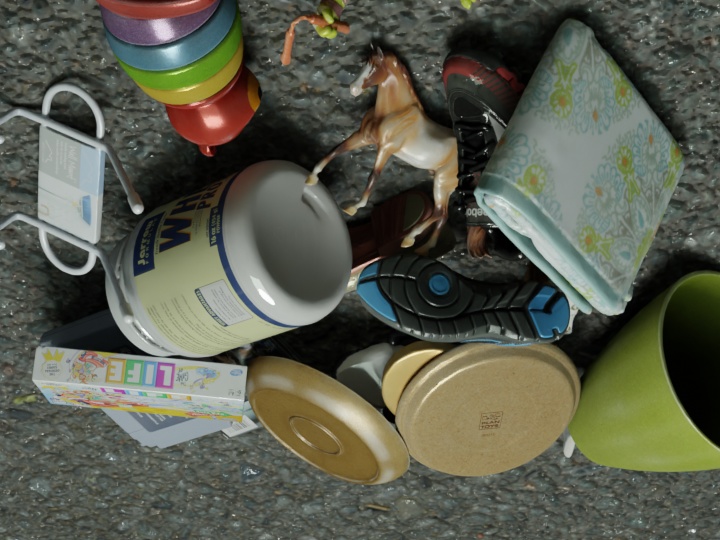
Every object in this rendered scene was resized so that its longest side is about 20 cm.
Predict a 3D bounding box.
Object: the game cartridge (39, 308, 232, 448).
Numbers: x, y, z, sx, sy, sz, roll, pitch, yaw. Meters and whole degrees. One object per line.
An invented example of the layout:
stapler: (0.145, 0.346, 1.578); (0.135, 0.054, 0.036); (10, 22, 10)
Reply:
game cartridge: (-0.223, 0.110, 1.381); (0.132, 0.042, 0.201); (-21, 133, 18)

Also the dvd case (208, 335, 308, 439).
dvd case: (-0.141, 0.103, 1.411); (0.145, 0.022, 0.200); (-22, 132, 24)

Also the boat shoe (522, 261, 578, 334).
boat shoe: (0.200, -0.004, 1.250); (0.068, 0.072, 0.201); (5, 147, -5)

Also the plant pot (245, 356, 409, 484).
plant pot: (-0.041, 0.163, 1.367); (0.198, 0.028, 0.201); (26, 152, 15)

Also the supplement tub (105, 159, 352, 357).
supplement tub: (-0.121, -0.004, 1.186); (0.199, 0.146, 0.145); (-19, 136, 39)

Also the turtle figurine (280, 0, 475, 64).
turtle figurine: (0.013, -0.240, 0.997); (0.159, 0.065, 0.202); (5, 130, -15)

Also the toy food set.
toy food set: (0.124, 0.135, 1.325); (0.197, 0.049, 0.199); (-16, 132, 0)

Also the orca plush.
orca plush: (0.066, 0.092, 1.371); (0.197, 0.071, 0.106); (-16, 113, -3)

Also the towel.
towel: (0.188, -0.079, 1.100); (0.048, 0.173, 0.200); (5, 152, 47)

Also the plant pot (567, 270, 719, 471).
plant pot: (0.302, 0.124, 1.324); (0.185, 0.189, 0.200); (23, 148, -22)

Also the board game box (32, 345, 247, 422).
board game box: (-0.211, 0.112, 1.290); (0.197, 0.035, 0.135); (6, 164, -4)

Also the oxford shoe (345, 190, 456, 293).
oxford shoe: (0.000, 0.000, 1.257); (0.198, 0.071, 0.074); (-24, 135, 26)

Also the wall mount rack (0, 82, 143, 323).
wall mount rack: (-0.248, -0.053, 1.155); (0.172, 0.075, 0.202); (24, 128, 16)

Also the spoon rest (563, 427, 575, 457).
spoon rest: (0.139, 0.147, 1.435); (0.197, 0.061, 0.100); (14, 137, 6)

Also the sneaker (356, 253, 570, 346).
sneaker: (0.087, 0.038, 1.207); (0.197, 0.074, 0.082); (13, 165, -12)

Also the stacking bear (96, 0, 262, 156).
stacking bear: (-0.136, -0.178, 1.042); (0.112, 0.123, 0.201); (-8, 145, 8)

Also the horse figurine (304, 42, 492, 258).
horse figurine: (0.048, -0.091, 1.149); (0.199, 0.050, 0.133); (31, 96, -23)

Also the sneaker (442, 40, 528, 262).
sneaker: (0.114, -0.091, 1.109); (0.070, 0.098, 0.202); (4, 132, 44)
